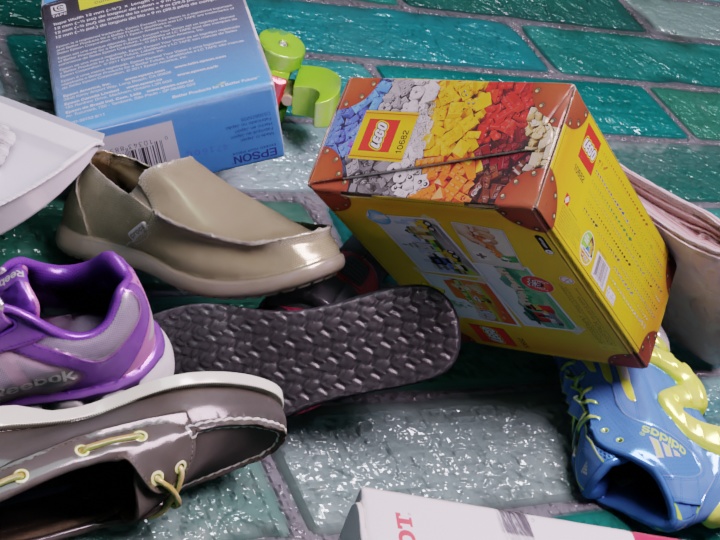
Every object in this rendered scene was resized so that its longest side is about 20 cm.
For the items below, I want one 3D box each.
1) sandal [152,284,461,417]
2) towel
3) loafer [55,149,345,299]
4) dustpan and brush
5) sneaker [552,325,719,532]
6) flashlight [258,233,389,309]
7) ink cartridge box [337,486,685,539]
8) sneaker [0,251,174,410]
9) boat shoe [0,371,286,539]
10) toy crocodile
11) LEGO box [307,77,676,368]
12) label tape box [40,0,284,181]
[{"bbox_3d":[-0.041,0.051,0.748,0.198,0.045,0.076,-8,85,-5],"label":"sandal"},{"bbox_3d":[0.182,-0.026,0.912,0.191,0.200,0.032,39,82,25],"label":"towel"},{"bbox_3d":[-0.100,-0.031,0.770,0.198,0.069,0.076,9,17,27],"label":"loafer"},{"bbox_3d":[-0.258,-0.039,0.754,0.138,0.057,0.201,21,63,21],"label":"dustpan and brush"},{"bbox_3d":[0.161,0.083,0.831,0.104,0.076,0.200,-14,50,-41],"label":"sneaker"},{"bbox_3d":[0.000,0.000,0.863,0.067,0.069,0.200,-2,22,23],"label":"flashlight"},{"bbox_3d":[0.083,0.197,0.627,0.198,0.084,0.146,12,37,-16],"label":"ink cartridge box"},{"bbox_3d":[-0.191,0.036,0.656,0.198,0.089,0.081,-12,51,-20],"label":"sneaker"},{"bbox_3d":[-0.123,0.100,0.651,0.199,0.072,0.061,-8,49,-27],"label":"boat shoe"},{"bbox_3d":[-0.107,-0.157,0.998,0.198,0.068,0.062,22,36,-3],"label":"toy crocodile"},{"bbox_3d":[0.085,-0.025,0.785,0.148,0.200,0.078,8,66,34],"label":"LEGO box"},{"bbox_3d":[-0.143,-0.145,0.918,0.142,0.067,0.201,-15,43,-6],"label":"label tape box"}]
